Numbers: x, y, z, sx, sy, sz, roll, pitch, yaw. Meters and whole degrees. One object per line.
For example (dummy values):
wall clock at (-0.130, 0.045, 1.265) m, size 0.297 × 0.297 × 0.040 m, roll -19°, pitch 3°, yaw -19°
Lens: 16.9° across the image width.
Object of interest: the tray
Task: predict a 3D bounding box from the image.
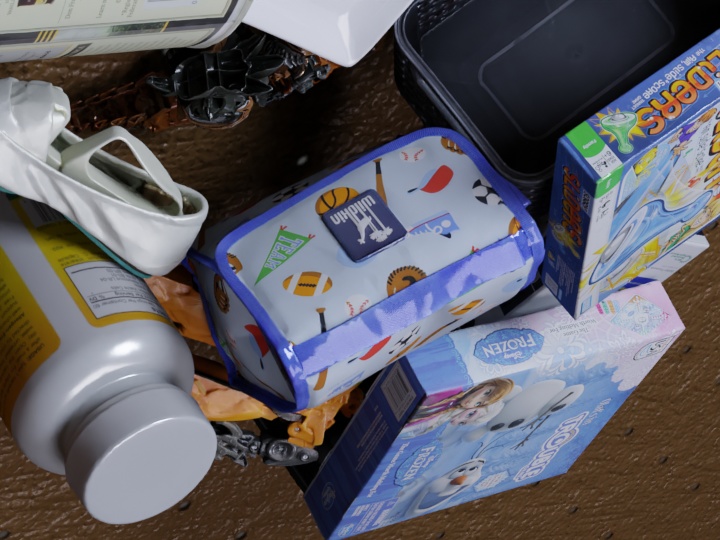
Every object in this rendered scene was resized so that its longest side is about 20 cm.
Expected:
tray at (0.016, -0.199, 1.274) m, size 0.107 × 0.022 × 0.200 m, roll 19°, pitch 122°, yaw -42°

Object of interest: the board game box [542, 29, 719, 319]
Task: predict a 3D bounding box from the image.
board game box at (0.170, -0.057, 1.378) m, size 0.135 × 0.034 × 0.200 m, roll -35°, pitch 161°, yaw -11°

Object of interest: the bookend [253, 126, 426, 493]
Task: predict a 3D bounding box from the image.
bookend at (0.011, 0.027, 1.625) m, size 0.199 × 0.092 × 0.200 m, roll -31°, pitch 144°, yaw -10°

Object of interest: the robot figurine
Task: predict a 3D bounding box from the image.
robot figurine at (-0.085, 0.049, 1.527) m, size 0.200 × 0.058 × 0.145 m, roll 21°, pitch 120°, yaw -23°

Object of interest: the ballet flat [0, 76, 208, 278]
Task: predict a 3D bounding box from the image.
ballet flat at (-0.166, -0.066, 1.341) m, size 0.200 × 0.069 × 0.069 m, roll 33°, pitch 107°, yaw -31°

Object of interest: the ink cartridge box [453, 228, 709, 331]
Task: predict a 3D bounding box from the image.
ink cartridge box at (0.122, 0.020, 1.574) m, size 0.099 × 0.039 × 0.200 m, roll 8°, pitch 139°, yaw -47°

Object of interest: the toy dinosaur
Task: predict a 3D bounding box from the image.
toy dinosaur at (-0.078, -0.115, 1.382) m, size 0.200 × 0.102 × 0.136 m, roll -41°, pitch 166°, yaw -7°

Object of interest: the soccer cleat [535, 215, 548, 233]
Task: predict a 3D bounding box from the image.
soccer cleat at (0.126, -0.070, 1.626) m, size 0.069 × 0.078 × 0.200 m, roll -30°, pitch 145°, yaw -11°

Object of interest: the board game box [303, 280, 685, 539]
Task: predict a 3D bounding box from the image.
board game box at (0.084, 0.093, 1.578) m, size 0.199 × 0.043 × 0.200 m, roll -14°, pitch 154°, yaw -29°

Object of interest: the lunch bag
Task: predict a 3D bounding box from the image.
lunch bag at (0.000, 0.000, 1.392) m, size 0.170 × 0.200 × 0.124 m, roll -28°, pitch 104°, yaw -11°

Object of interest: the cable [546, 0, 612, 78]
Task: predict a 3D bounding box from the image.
cable at (0.169, -0.123, 1.555) m, size 0.200 × 0.069 × 0.200 m, roll -46°, pitch 132°, yaw -19°

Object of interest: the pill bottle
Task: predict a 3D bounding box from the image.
pill bottle at (-0.164, 0.045, 1.390) m, size 0.113 × 0.200 × 0.113 m, roll -24°, pitch 144°, yaw -19°

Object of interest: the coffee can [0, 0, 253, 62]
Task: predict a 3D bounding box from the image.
coffee can at (-0.167, -0.173, 1.180) m, size 0.200 × 0.146 × 0.146 m, roll -9°, pitch 137°, yaw -36°

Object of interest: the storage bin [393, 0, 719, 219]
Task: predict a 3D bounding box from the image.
storage bin at (0.129, -0.140, 1.420) m, size 0.200 × 0.135 × 0.094 m, roll -37°, pitch 169°, yaw -6°
